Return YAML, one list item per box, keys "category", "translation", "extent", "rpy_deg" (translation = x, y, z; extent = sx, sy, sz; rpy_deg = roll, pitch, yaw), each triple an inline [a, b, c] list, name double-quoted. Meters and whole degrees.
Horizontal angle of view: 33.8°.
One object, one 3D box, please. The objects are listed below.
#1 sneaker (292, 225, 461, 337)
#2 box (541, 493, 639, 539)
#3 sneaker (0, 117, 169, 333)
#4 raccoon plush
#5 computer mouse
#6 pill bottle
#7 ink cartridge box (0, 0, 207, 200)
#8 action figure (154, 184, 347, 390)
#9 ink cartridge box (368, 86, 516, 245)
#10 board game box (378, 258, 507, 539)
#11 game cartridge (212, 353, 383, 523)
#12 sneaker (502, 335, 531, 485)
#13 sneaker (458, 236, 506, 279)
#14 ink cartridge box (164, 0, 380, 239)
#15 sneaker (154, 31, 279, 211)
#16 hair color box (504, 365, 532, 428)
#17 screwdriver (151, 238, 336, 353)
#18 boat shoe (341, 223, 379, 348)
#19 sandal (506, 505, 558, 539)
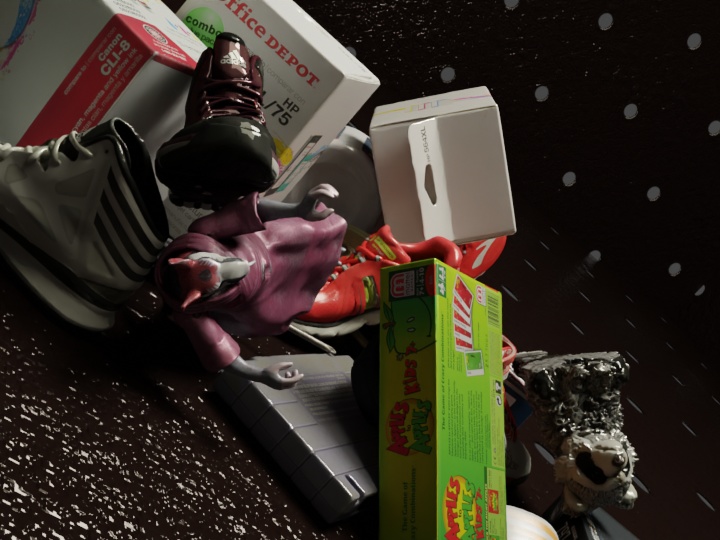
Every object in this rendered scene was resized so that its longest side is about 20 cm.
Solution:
- category: "sneaker"
  translation: [0.000, 0.000, 1.019]
  extent: [0.199, 0.085, 0.077]
  rpy_deg: [-6, 44, -33]
- category: "box"
  translation: [0.238, 0.288, 1.018]
  extent: [0.160, 0.044, 0.200]
  rpy_deg: [40, 13, -8]
- category: "sneaker"
  translation: [-0.198, -0.068, 0.727]
  extent: [0.200, 0.115, 0.076]
  rpy_deg: [41, 13, -2]
- category: "raccoon plush"
  translation: [0.201, 0.146, 1.094]
  extent: [0.200, 0.096, 0.135]
  rpy_deg: [-47, 129, -88]
- category: "computer mouse"
  translation: [0.050, 0.111, 0.912]
  extent: [0.141, 0.046, 0.200]
  rpy_deg: [66, 25, 3]
- category: "pill bottle"
  translation: [-0.029, -0.098, 1.311]
  extent: [0.119, 0.120, 0.200]
  rpy_deg: [40, 13, -6]
- category: "ink cartridge box"
  translation: [-0.218, -0.157, 0.891]
  extent: [0.200, 0.145, 0.145]
  rpy_deg: [45, 14, 18]
- category: "action figure"
  translation: [-0.084, -0.008, 0.757]
  extent: [0.148, 0.135, 0.200]
  rpy_deg: [21, 7, 17]
- category: "ink cartridge box"
  translation: [0.081, -0.100, 1.175]
  extent: [0.200, 0.124, 0.130]
  rpy_deg: [-81, 161, -75]
- category: "board game box"
  translation: [0.058, 0.104, 0.825]
  extent: [0.101, 0.047, 0.202]
  rpy_deg: [24, 61, -53]
- category: "game cartridge"
  translation: [-0.018, 0.115, 0.857]
  extent: [0.130, 0.038, 0.200]
  rpy_deg: [43, 13, 19]
- category: "sneaker"
  translation: [0.115, 0.116, 1.070]
  extent: [0.201, 0.108, 0.067]
  rpy_deg: [34, 15, -32]
- category: "sneaker"
  translation: [0.078, -0.008, 1.225]
  extent: [0.085, 0.199, 0.078]
  rpy_deg: [-10, -80, 64]
- category: "ink cartridge box"
  translation: [-0.109, -0.138, 1.024]
  extent: [0.147, 0.200, 0.146]
  rpy_deg: [42, 13, 5]
- category: "sneaker"
  translation: [-0.092, -0.107, 0.776]
  extent: [0.075, 0.117, 0.200]
  rpy_deg: [9, -7, -13]
- category: "hair color box"
  translation: [0.111, 0.089, 1.251]
  extent: [0.100, 0.061, 0.200]
  rpy_deg: [38, 13, -20]
- category: "screwdriver"
  translation: [-0.104, 0.019, 0.898]
  extent: [0.199, 0.029, 0.028]
  rpy_deg: [35, 17, -19]
- category: "boat shoe"
  translation: [0.001, 0.022, 1.124]
  extent: [0.066, 0.074, 0.200]
  rpy_deg: [-9, 41, -43]
- category: "sandal"
  translation: [0.112, 0.200, 0.899]
  extent: [0.079, 0.059, 0.207]
  rpy_deg: [37, 14, -20]
